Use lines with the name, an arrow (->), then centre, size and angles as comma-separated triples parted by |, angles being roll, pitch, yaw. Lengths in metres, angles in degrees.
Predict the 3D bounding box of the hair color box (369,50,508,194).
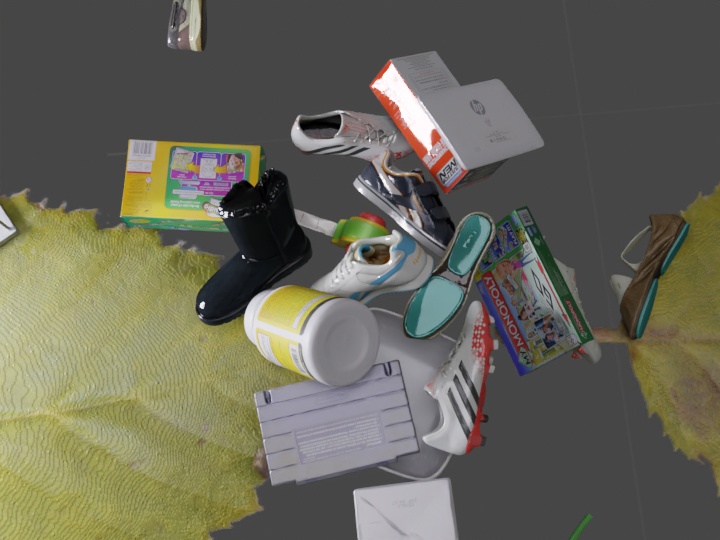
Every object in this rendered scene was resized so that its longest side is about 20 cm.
hair color box -> 0.116, -0.218, 1.366 | 0.111, 0.064, 0.201 | -22, 73, -44

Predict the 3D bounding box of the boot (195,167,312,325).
boot -> -0.166, -0.034, 1.288 | 0.200, 0.169, 0.076 | -35, 52, -11

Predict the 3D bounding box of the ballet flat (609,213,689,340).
ballet flat -> 0.402, 0.002, 1.342 | 0.072, 0.068, 0.201 | 21, 77, 26

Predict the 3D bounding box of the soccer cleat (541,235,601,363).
soccer cleat -> 0.287, 0.039, 1.329 | 0.077, 0.069, 0.201 | -32, 76, -10

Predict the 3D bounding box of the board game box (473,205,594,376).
board game box -> 0.226, 0.031, 1.298 | 0.029, 0.135, 0.201 | -15, 74, -37

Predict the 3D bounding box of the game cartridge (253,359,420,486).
game cartridge -> -0.031, 0.202, 1.233 | 0.198, 0.038, 0.131 | -12, 82, -2

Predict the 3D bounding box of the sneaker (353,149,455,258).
sneaker -> 0.086, -0.093, 1.345 | 0.200, 0.078, 0.080 | 41, 102, 10

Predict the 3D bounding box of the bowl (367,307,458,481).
bowl -> 0.052, 0.174, 1.292 | 0.199, 0.075, 0.201 | 24, 77, 6

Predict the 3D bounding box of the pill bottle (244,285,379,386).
pill bottle -> -0.072, 0.080, 1.246 | 0.112, 0.199, 0.113 | -6, 101, -34

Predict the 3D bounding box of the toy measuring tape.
toy measuring tape -> -0.028, -0.061, 1.350 | 0.199, 0.074, 0.074 | 22, 78, 5

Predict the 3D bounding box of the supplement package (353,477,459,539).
supplement package -> 0.056, 0.333, 1.189 | 0.120, 0.200, 0.121 | -7, 76, -1

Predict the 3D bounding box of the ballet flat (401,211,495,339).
ballet flat -> 0.127, 0.013, 1.279 | 0.067, 0.062, 0.201 | 34, 89, 13

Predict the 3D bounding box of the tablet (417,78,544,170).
tablet -> 0.178, -0.215, 1.355 | 0.199, 0.014, 0.131 | -21, 73, -44

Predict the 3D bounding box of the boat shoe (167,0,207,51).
boat shoe -> -0.271, -0.434, 1.438 | 0.065, 0.072, 0.203 | -3, 81, -6

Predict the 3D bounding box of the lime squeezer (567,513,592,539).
lime squeezer -> 0.272, 0.424, 1.251 | 0.070, 0.038, 0.202 | 7, 76, 2

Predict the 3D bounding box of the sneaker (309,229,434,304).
sneaker -> 0.000, 0.000, 1.293 | 0.199, 0.081, 0.077 | -22, 41, 30

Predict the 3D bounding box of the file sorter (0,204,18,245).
file sorter -> -0.616, -0.108, 1.334 | 0.138, 0.125, 0.200 | -35, 79, -7

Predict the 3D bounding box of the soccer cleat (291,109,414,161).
soccer cleat -> -0.004, -0.201, 1.374 | 0.198, 0.085, 0.069 | 2, 76, 0

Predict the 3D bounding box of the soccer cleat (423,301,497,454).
soccer cleat -> 0.128, 0.137, 1.223 | 0.084, 0.069, 0.202 | 8, 82, -3

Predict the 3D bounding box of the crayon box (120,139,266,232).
crayon box -> -0.242, -0.122, 1.370 | 0.198, 0.058, 0.120 | 3, 77, 1
